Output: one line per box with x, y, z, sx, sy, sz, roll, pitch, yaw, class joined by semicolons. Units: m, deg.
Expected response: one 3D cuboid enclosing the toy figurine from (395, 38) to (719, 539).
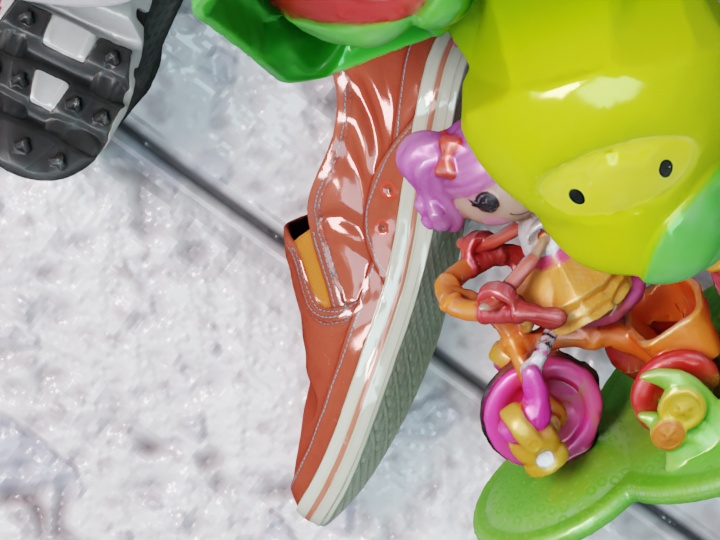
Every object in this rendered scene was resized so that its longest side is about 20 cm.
0.083;-0.020;1.015;0.199;0.150;0.185;-31;111;8;toy figurine

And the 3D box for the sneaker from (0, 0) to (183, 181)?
-0.087;-0.118;1.023;0.066;0.090;0.201;26;78;-5;sneaker

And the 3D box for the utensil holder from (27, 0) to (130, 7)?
-0.119;-0.211;0.910;0.169;0.170;0.201;19;79;-10;utensil holder

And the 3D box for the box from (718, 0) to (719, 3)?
0.131;-0.152;0.973;0.078;0.095;0.201;-33;89;28;box

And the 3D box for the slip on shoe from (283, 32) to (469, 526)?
0.000;0.000;1.070;0.061;0.074;0.201;15;107;14;slip on shoe

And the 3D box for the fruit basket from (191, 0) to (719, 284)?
0.059;-0.093;0.878;0.214;0.155;0.217;-2;83;12;fruit basket
